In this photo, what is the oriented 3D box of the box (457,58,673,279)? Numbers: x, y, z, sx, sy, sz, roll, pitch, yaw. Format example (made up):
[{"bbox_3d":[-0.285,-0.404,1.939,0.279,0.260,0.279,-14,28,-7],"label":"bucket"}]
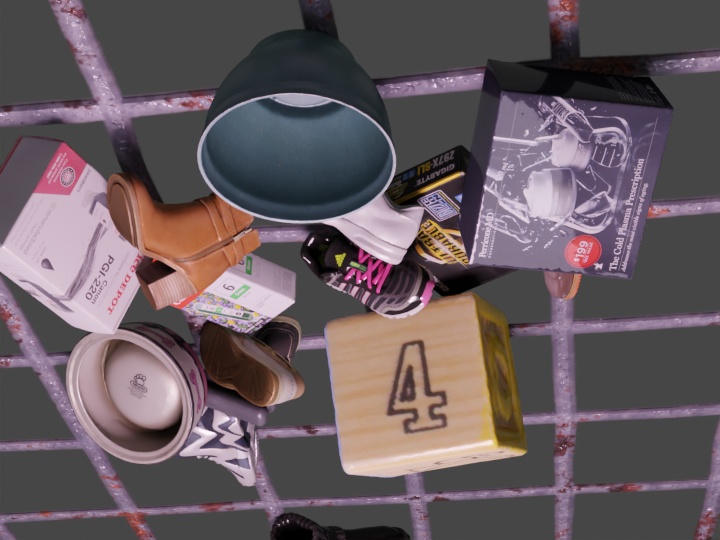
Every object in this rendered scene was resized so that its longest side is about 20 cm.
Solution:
[{"bbox_3d":[0.211,-0.106,1.397,0.182,0.104,0.200,5,117,-5],"label":"box"}]

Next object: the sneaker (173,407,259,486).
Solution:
[{"bbox_3d":[-0.229,0.260,1.996,0.129,0.080,0.199,-3,144,7],"label":"sneaker"}]

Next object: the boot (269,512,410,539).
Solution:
[{"bbox_3d":[-0.035,0.469,2.282,0.211,0.080,0.158,-17,141,23],"label":"boot"}]

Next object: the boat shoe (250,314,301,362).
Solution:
[{"bbox_3d":[-0.128,0.135,1.830,0.073,0.065,0.200,10,142,-10],"label":"boat shoe"}]

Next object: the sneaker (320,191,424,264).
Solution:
[{"bbox_3d":[-0.021,-0.093,1.504,0.200,0.075,0.089,31,99,1],"label":"sneaker"}]

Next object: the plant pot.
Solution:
[{"bbox_3d":[-0.063,-0.162,1.361,0.200,0.134,0.200,1,144,1],"label":"plant pot"}]

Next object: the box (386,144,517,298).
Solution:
[{"bbox_3d":[0.111,-0.054,1.583,0.159,0.049,0.200,-25,137,28],"label":"box"}]

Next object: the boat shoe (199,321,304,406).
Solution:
[{"bbox_3d":[-0.146,0.126,1.745,0.066,0.200,0.074,5,110,-39],"label":"boat shoe"}]

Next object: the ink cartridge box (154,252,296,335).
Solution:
[{"bbox_3d":[-0.193,0.011,1.671,0.200,0.050,0.109,24,139,-30],"label":"ink cartridge box"}]

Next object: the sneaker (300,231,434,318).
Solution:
[{"bbox_3d":[0.000,0.000,1.568,0.200,0.074,0.087,21,173,46],"label":"sneaker"}]

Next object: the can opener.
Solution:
[{"bbox_3d":[-0.212,0.150,1.810,0.200,0.053,0.067,18,137,18],"label":"can opener"}]

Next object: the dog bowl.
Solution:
[{"bbox_3d":[-0.296,0.158,1.787,0.200,0.074,0.201,9,112,22],"label":"dog bowl"}]

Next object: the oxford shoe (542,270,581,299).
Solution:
[{"bbox_3d":[0.207,-0.045,1.530,0.073,0.071,0.200,-25,121,-14],"label":"oxford shoe"}]

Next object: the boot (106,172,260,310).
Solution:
[{"bbox_3d":[-0.201,-0.063,1.519,0.155,0.074,0.200,-31,139,-19],"label":"boot"}]

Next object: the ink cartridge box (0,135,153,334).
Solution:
[{"bbox_3d":[-0.336,-0.038,1.512,0.085,0.146,0.200,10,155,37],"label":"ink cartridge box"}]

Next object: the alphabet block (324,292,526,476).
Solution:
[{"bbox_3d":[0.086,0.152,1.685,0.200,0.197,0.195,-12,168,16],"label":"alphabet block"}]
